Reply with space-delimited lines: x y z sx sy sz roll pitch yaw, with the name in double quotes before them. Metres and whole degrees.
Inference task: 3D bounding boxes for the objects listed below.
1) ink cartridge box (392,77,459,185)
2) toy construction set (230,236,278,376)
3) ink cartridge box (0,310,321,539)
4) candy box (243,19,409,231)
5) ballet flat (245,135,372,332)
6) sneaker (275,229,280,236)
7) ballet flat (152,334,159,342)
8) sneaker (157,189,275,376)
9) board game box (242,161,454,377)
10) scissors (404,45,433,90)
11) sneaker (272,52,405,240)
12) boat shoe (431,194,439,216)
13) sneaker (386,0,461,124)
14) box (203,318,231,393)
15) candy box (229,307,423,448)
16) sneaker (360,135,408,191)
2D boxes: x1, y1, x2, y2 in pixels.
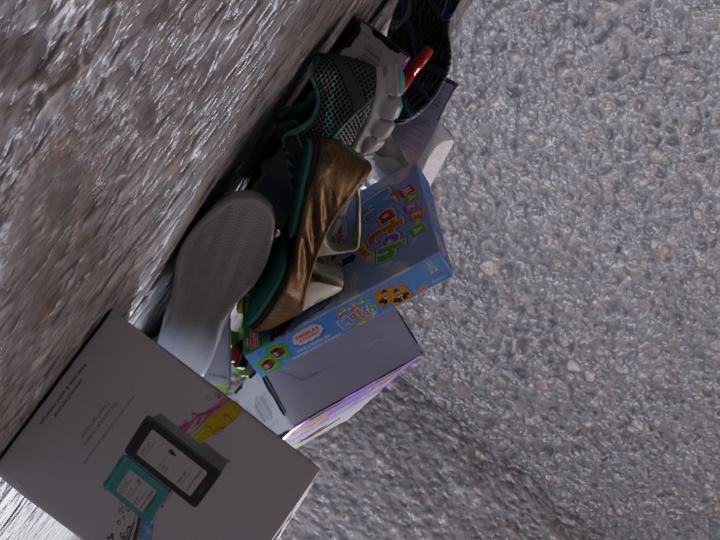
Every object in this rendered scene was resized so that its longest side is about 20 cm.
"ink cartridge box" 0.029 -0.145 1.364 0.202 0.040 0.199 -62 -146 7
"toy construction set" -0.101 0.035 1.232 0.132 0.090 0.203 -117 -151 -59
"ink cartridge box" -0.153 0.155 0.916 0.147 0.199 0.147 -53 -179 -10
"candy box" -0.032 -0.140 1.121 0.201 0.061 0.136 -55 -177 8
"ballet flat" -0.039 -0.021 0.986 0.068 0.071 0.202 -99 -153 -56
"sneaker" -0.113 -0.024 1.306 0.201 0.070 0.076 -54 179 37
"ballet flat" -0.237 0.146 1.199 0.067 0.068 0.201 -39 167 -51
"sneaker" -0.126 -0.012 1.032 0.201 0.073 0.116 -59 -167 32
"board game box" -0.018 -0.004 1.069 0.198 0.037 0.152 -27 -146 12
"scissors" 0.019 -0.159 1.199 0.074 0.014 0.200 -60 -173 -34
"sneaker" -0.039 -0.104 1.004 0.078 0.090 0.202 -95 -152 -57
"boat shoe" 0.000 0.000 1.145 0.199 0.068 0.072 -36 -149 -2
"sneaker" 0.066 -0.248 1.210 0.077 0.075 0.203 -83 -166 -74
"box" -0.188 0.110 1.256 0.201 0.036 0.146 126 -32 -46
"candy box" -0.054 0.125 1.181 0.166 0.072 0.200 -26 168 -33
"sneaker" 0.007 -0.092 1.185 0.079 0.071 0.200 -29 172 -7
